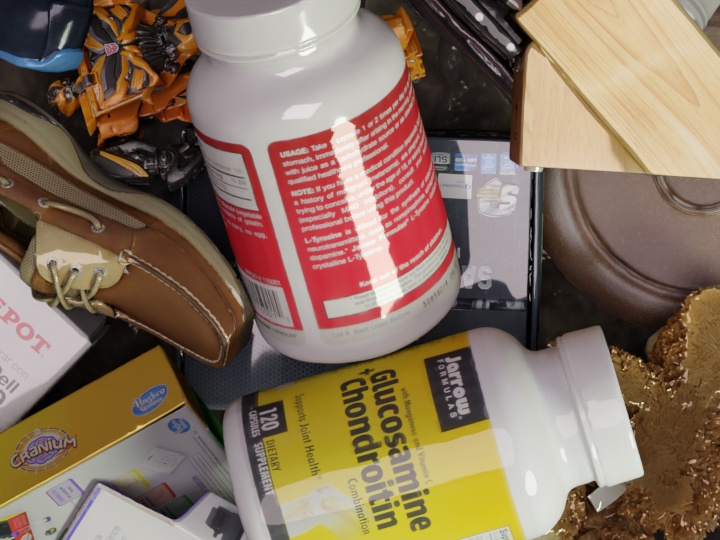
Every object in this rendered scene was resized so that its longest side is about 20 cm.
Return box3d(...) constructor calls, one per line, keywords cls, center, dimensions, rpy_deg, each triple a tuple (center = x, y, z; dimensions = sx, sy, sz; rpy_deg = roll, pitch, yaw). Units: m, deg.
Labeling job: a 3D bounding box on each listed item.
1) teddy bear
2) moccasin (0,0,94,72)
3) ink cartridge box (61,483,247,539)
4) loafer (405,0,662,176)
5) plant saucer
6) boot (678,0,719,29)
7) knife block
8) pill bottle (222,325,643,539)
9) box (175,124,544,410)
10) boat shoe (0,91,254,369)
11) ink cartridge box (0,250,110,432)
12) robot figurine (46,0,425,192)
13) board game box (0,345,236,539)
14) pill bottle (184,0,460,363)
box3d(cls="teddy bear", center=(0.147, 0.097, 1.472), dimensions=(0.145, 0.067, 0.200), rpy_deg=(22, 89, -17))
box3d(cls="moccasin", center=(-0.217, -0.176, 1.442), dimensions=(0.200, 0.080, 0.068), rpy_deg=(30, 108, 17))
box3d(cls="ink cartridge box", center=(-0.090, 0.212, 1.487), dimensions=(0.200, 0.043, 0.198), rpy_deg=(30, 129, -6))
box3d(cls="loafer", center=(0.097, -0.117, 1.445), dimensions=(0.200, 0.063, 0.072), rpy_deg=(37, 96, 11))
box3d(cls="plant saucer", center=(0.189, -0.060, 1.491), dimensions=(0.200, 0.032, 0.200), rpy_deg=(0, 99, 2))
box3d(cls="boot", center=(0.121, -0.211, 1.458), dimensions=(0.200, 0.074, 0.096), rpy_deg=(37, 76, 1))
box3d(cls="knife block", center=(0.131, -0.137, 1.383), dimensions=(0.200, 0.064, 0.176), rpy_deg=(4, 96, -2))
box3d(cls="pill bottle", center=(0.038, 0.093, 1.380), dimensions=(0.200, 0.112, 0.112), rpy_deg=(-17, 98, 4))
box3d(cls="box", center=(0.000, 0.000, 1.485), dimensions=(0.200, 0.051, 0.158), rpy_deg=(3, 99, 7))
box3d(cls="boat shoe", center=(-0.147, -0.010, 1.411), dimensions=(0.200, 0.076, 0.074), rpy_deg=(36, 55, 18))
box3d(cls="ink cartridge box", center=(-0.259, 0.053, 1.489), dimensions=(0.145, 0.088, 0.200), rpy_deg=(44, 96, -5))
box3d(cls="robot figurine", center=(-0.074, -0.125, 1.451), dimensions=(0.200, 0.058, 0.145), rpy_deg=(-17, 64, -2))
box3d(cls="board game box", center=(-0.165, 0.133, 1.462), dimensions=(0.200, 0.153, 0.040), rpy_deg=(-29, 60, 0))
box3d(cls="pill bottle", center=(-0.023, -0.062, 1.363), dimensions=(0.112, 0.112, 0.200), rpy_deg=(-14, 121, 3))
